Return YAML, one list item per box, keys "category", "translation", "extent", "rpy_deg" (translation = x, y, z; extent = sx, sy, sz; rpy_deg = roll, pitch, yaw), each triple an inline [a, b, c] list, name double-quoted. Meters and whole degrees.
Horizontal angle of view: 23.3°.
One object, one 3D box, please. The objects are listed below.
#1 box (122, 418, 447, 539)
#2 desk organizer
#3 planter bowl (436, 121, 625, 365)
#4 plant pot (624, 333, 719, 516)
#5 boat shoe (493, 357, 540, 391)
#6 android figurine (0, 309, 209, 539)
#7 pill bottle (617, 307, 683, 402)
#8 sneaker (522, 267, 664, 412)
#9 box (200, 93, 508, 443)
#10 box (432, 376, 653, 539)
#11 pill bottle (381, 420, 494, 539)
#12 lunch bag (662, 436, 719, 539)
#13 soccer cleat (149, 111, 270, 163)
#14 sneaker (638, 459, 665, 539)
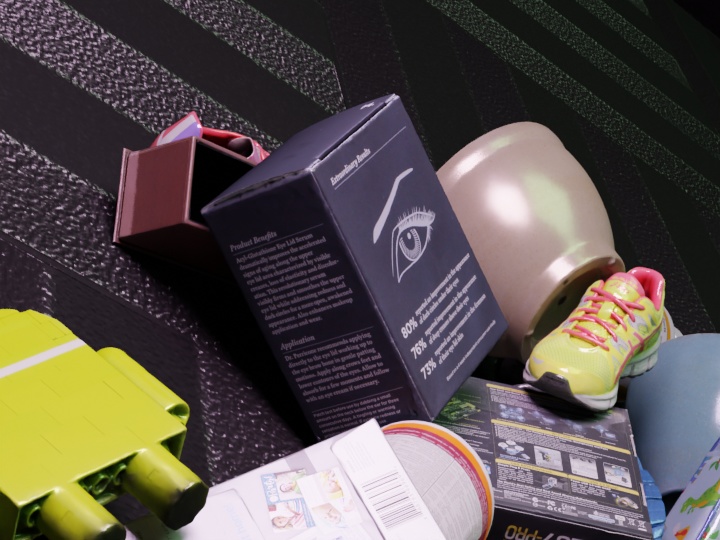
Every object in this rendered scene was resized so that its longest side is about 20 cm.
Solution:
- category: "box"
  translation: [-0.043, 0.185, 0.944]
  extent: [0.198, 0.041, 0.157]
  rpy_deg: [-20, 61, -25]
- category: "desk organizer"
  translation: [-0.083, -0.034, 1.304]
  extent: [0.199, 0.076, 0.073]
  rpy_deg: [21, 67, -44]
- category: "planter bowl"
  translation: [0.137, -0.004, 1.474]
  extent: [0.135, 0.201, 0.199]
  rpy_deg: [45, 20, 31]
- category: "plant pot"
  translation: [0.320, 0.175, 1.562]
  extent: [0.200, 0.200, 0.135]
  rpy_deg: [39, 49, -12]
- category: "boat shoe"
  translation: [0.139, 0.125, 1.452]
  extent: [0.068, 0.074, 0.200]
  rpy_deg: [34, 26, -12]
- category: "android figurine"
  translation: [-0.181, 0.085, 0.946]
  extent: [0.199, 0.041, 0.181]
  rpy_deg: [33, 35, 27]
- category: "pill bottle"
  translation: [0.225, 0.059, 1.661]
  extent: [0.199, 0.109, 0.110]
  rpy_deg: [24, 30, -41]
- category: "sneaker"
  translation: [0.191, 0.046, 1.390]
  extent: [0.078, 0.091, 0.200]
  rpy_deg: [23, 24, 20]
- category: "box"
  translation: [0.000, 0.000, 1.242]
  extent: [0.148, 0.104, 0.202]
  rpy_deg: [-42, 110, -53]
- category: "box"
  translation: [0.110, 0.146, 1.301]
  extent: [0.198, 0.050, 0.162]
  rpy_deg: [12, 32, -7]
- category: "pill bottle"
  translation: [0.010, 0.174, 1.103]
  extent: [0.110, 0.110, 0.200]
  rpy_deg: [46, 23, 4]
- category: "lunch bag"
  translation: [0.323, 0.243, 1.430]
  extent: [0.160, 0.201, 0.082]
  rpy_deg: [41, -21, -12]
- category: "soccer cleat"
  translation: [-0.088, -0.068, 1.390]
  extent: [0.199, 0.073, 0.069]
  rpy_deg: [20, 32, -45]
- category: "sneaker"
  translation: [0.200, 0.195, 1.418]
  extent: [0.070, 0.084, 0.200]
  rpy_deg: [7, 25, -6]
